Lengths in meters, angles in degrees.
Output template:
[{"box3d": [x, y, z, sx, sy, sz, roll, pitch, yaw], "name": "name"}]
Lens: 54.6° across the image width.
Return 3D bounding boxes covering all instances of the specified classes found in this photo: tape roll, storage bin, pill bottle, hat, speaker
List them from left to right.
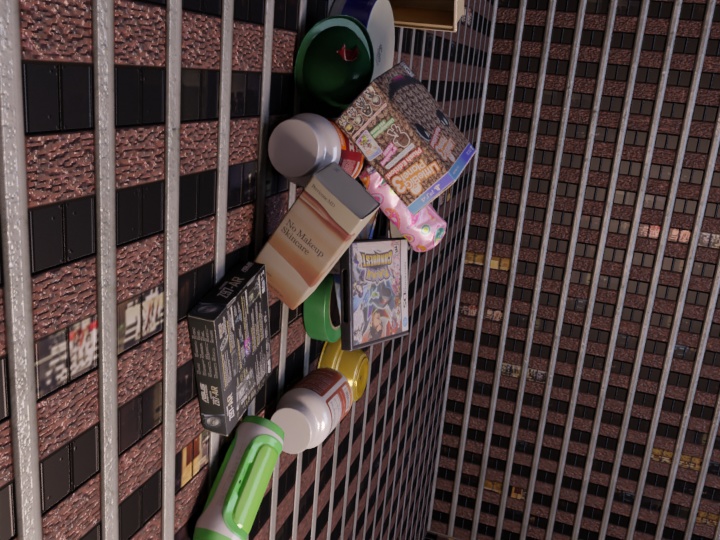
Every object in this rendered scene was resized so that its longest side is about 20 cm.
[{"box3d": [-0.187, 0.334, 1.087, 0.089, 0.086, 0.203, 78, 26, -51], "name": "speaker"}, {"box3d": [-0.094, 0.265, 1.317, 0.200, 0.109, 0.115, -28, 126, -69], "name": "pill bottle"}, {"box3d": [-0.071, -0.192, 1.130, 0.200, 0.110, 0.116, -22, 120, -72], "name": "pill bottle"}, {"box3d": [-0.059, 0.042, 1.418, 0.200, 0.047, 0.206, 9, 90, -75], "name": "tape roll"}, {"box3d": [0.001, -0.307, 1.112, 0.198, 0.175, 0.169, -26, 127, -32], "name": "hat"}, {"box3d": [0.108, -0.592, 1.362, 0.094, 0.194, 0.203, -59, 154, -46], "name": "storage bin"}]

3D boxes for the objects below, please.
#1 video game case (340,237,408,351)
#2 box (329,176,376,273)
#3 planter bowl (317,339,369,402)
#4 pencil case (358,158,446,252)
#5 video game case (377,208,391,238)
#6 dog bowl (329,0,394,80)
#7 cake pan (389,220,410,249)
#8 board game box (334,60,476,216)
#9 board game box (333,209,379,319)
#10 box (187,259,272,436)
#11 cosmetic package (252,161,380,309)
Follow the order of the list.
[{"box3d": [0.028, 0.037, 1.253, 0.198, 0.025, 0.186, -7, 97, -57], "name": "video game case"}, {"box3d": [-0.036, -0.098, 1.289, 0.060, 0.114, 0.204, 44, 56, -47], "name": "box"}, {"box3d": [-0.031, 0.233, 1.566, 0.200, 0.081, 0.206, 10, 90, -75], "name": "planter bowl"}, {"box3d": [0.077, -0.129, 1.254, 0.201, 0.086, 0.088, 51, 42, -25], "name": "pencil case"}, {"box3d": [0.060, -0.065, 1.513, 0.201, 0.025, 0.185, 73, 21, -62], "name": "video game case"}, {"box3d": [0.001, -0.412, 1.312, 0.200, 0.077, 0.205, 10, 90, -74], "name": "dog bowl"}, {"box3d": [0.090, -0.148, 1.488, 0.200, 0.036, 0.206, 2, 90, -80], "name": "cake pan"}, {"box3d": [0.079, -0.221, 1.149, 0.096, 0.201, 0.160, -37, -172, 33], "name": "board game box"}, {"box3d": [0.000, 0.000, 1.441, 0.202, 0.042, 0.202, 84, 21, -47], "name": "board game box"}, {"box3d": [-0.186, 0.112, 1.031, 0.161, 0.042, 0.204, -56, 151, -55], "name": "box"}, {"box3d": [-0.072, -0.051, 1.066, 0.201, 0.103, 0.087, -52, 176, 29], "name": "cosmetic package"}]
